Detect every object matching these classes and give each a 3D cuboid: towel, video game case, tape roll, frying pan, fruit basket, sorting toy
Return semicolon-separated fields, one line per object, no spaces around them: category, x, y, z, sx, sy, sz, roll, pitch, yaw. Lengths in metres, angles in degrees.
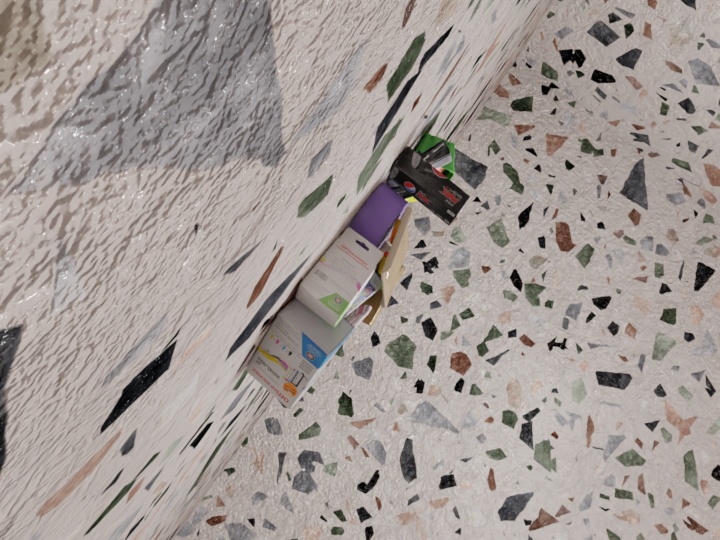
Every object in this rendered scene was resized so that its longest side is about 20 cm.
towel;-0.076;0.142;1.542;0.195;0.031;0.146;-17;-168;23
video game case;-0.048;0.057;1.411;0.198;0.018;0.143;-39;136;5
tape roll;0.034;-0.115;1.448;0.202;0.084;0.200;-53;177;-3
frying pan;0.117;-0.219;1.513;0.111;0.032;0.190;-8;171;-17
fruit basket;0.178;-0.265;1.645;0.216;0.151;0.222;-160;-90;-90
sorting toy;0.080;-0.031;1.393;0.202;0.035;0.189;89;20;-61

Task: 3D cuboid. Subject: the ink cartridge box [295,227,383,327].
ink cartridge box;-0.044;0.012;1.290;0.201;0.116;0.068;-51;174;-32

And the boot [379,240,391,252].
boot;0.048;-0.060;1.671;0.071;0.145;0.200;-52;177;-1

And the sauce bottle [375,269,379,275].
sauce bottle;-0.043;0.047;1.466;0.195;0.066;0.065;-25;176;-2

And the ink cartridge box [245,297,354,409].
ink cartridge box;-0.141;0.180;1.313;0.202;0.146;0.145;-55;173;33

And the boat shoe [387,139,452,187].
boat shoe;0.149;-0.281;1.483;0.195;0.070;0.074;-26;-163;-10

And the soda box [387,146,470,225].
soda box;0.166;-0.206;1.392;0.071;0.198;0.063;-50;177;-22

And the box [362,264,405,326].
box;0.026;0.050;1.704;0.203;0.161;0.021;-59;138;-10
